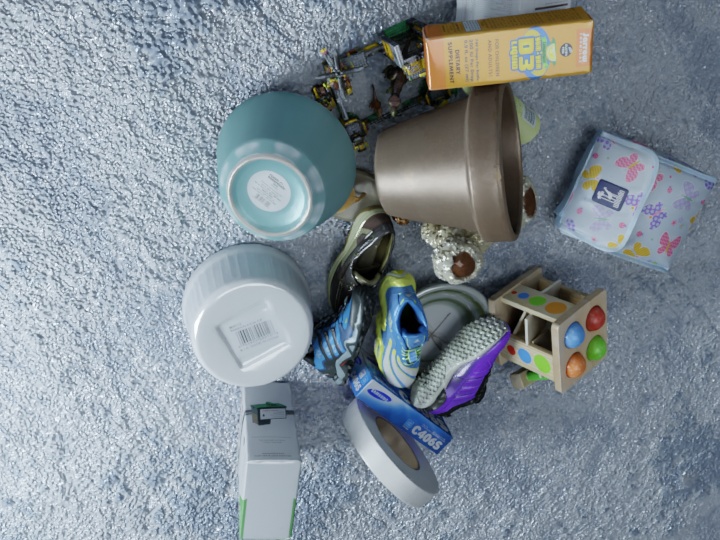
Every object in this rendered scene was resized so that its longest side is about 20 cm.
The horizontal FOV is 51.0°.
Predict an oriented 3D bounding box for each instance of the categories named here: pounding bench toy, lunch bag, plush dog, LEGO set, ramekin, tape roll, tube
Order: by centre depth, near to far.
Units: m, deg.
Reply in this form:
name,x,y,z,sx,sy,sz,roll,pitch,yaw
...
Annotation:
name,x,y,z,sx,sy,sz,roll,pitch,yaw
LEGO set,0.040,-0.243,1.006,0.197,0.116,0.156,-17,118,-6
tube,0.180,-0.243,1.053,0.199,0.058,0.053,26,84,-44
plush dog,0.134,-0.098,1.111,0.200,0.160,0.173,-42,102,-13
ramekin,-0.163,0.073,1.118,0.197,0.098,0.204,-6,117,-12
lunch bag,0.417,-0.109,1.172,0.197,0.127,0.172,19,107,-15
pounding bench toy,0.312,0.126,1.216,0.123,0.155,0.203,-29,123,-30
tape roll,0.049,0.290,1.223,0.037,0.203,0.203,-42,118,8

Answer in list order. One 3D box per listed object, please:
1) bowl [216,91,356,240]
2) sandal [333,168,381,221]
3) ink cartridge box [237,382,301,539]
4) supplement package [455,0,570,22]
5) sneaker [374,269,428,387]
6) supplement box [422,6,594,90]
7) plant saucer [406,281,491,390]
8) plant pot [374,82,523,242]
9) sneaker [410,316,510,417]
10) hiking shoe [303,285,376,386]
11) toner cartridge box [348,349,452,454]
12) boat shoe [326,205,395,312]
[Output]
name,x,y,z,sx,sy,sz,roll,pitch,yaw
bowl,-0.109,-0.120,0.998,0.197,0.106,0.204,4,124,6
sandal,-0.048,-0.119,1.080,0.197,0.054,0.081,21,108,-23
ink cartridge box,-0.146,0.288,1.170,0.083,0.201,0.149,3,114,-13
supplement package,0.199,-0.383,0.969,0.108,0.113,0.203,-20,123,-35
sneaker,0.062,0.107,1.133,0.074,0.105,0.203,-10,115,-6
supplement box,0.175,-0.266,0.906,0.196,0.069,0.068,-7,118,4
plant saucer,0.124,0.102,1.236,0.196,0.050,0.203,-6,117,-12
plant pot,0.113,-0.135,0.977,0.171,0.201,0.203,-2,120,19
sneaker,0.178,0.162,1.216,0.099,0.070,0.200,35,110,-29
hiking shoe,-0.036,0.096,1.143,0.085,0.075,0.202,23,130,4
toner cartridge box,0.063,0.217,1.250,0.199,0.095,0.043,39,100,-28
boat shoe,0.000,0.000,1.129,0.072,0.065,0.202,1,128,-22
